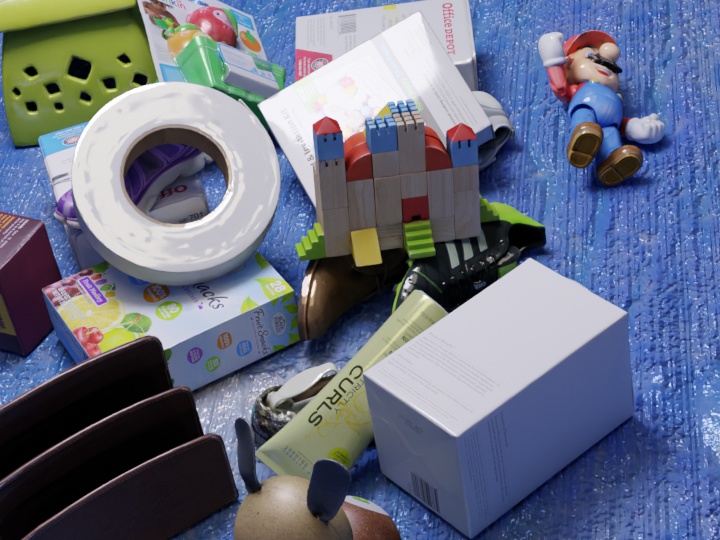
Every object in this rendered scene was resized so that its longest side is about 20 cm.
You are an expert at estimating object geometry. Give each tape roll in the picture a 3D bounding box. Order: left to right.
[{"bbox_3d":[-0.175,-0.085,1.629,0.201,0.037,0.204,3,67,-8],"label":"tape roll"}]

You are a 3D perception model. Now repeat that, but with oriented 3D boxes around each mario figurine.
[{"bbox_3d":[0.251,-0.189,1.785,0.105,0.124,0.201,-17,41,13],"label":"mario figurine"}]

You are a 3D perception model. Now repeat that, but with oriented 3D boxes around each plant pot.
[{"bbox_3d":[-0.328,-0.283,1.992,0.198,0.182,0.200,-11,38,2],"label":"plant pot"}]

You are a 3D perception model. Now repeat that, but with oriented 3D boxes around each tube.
[{"bbox_3d":[0.003,0.108,1.461,0.200,0.052,0.058,-49,48,-7],"label":"tube"}]

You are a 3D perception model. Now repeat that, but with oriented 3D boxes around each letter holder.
[{"bbox_3d":[-0.222,0.164,1.432,0.199,0.143,0.100,-28,41,-21],"label":"letter holder"}]

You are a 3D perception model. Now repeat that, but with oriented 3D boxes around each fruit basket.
[{"bbox_3d":[-0.160,-0.244,1.895,0.094,0.184,0.201,-38,51,34],"label":"fruit basket"}]

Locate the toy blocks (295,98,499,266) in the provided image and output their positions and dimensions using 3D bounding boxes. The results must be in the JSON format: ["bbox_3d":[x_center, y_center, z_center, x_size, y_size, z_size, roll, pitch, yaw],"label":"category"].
[{"bbox_3d":[0.032,-0.093,1.592,0.198,0.138,0.100,-8,29,-7],"label":"toy blocks"}]

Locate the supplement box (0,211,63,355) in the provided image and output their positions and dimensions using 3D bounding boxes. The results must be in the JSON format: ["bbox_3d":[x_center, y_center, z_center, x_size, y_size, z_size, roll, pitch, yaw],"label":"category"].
[{"bbox_3d":[-0.402,0.000,1.709,0.199,0.111,0.086,12,44,27],"label":"supplement box"}]

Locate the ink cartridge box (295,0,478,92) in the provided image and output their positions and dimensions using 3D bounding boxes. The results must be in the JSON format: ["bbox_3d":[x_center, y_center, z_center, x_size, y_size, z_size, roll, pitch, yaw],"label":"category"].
[{"bbox_3d":[0.031,-0.226,1.910,0.198,0.084,0.146,-7,38,5],"label":"ink cartridge box"}]

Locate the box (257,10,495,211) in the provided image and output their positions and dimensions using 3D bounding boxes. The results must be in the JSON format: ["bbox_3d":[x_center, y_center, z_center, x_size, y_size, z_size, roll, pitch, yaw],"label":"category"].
[{"bbox_3d":[0.015,-0.155,1.768,0.199,0.041,0.157,-30,69,0],"label":"box"}]

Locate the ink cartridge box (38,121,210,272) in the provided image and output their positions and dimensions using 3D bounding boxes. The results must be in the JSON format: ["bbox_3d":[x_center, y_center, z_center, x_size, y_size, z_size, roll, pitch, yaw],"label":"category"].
[{"bbox_3d":[-0.244,-0.080,1.791,0.145,0.086,0.200,-17,40,-9],"label":"ink cartridge box"}]

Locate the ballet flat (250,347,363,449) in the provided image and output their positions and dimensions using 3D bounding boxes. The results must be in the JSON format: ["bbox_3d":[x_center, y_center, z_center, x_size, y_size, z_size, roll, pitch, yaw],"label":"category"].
[{"bbox_3d":[-0.004,0.106,1.512,0.199,0.072,0.072,-18,38,-9],"label":"ballet flat"}]

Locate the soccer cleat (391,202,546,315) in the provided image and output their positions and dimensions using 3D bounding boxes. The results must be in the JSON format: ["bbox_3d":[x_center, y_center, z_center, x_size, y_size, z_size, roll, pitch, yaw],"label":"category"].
[{"bbox_3d":[0.103,-0.001,1.625,0.081,0.068,0.200,20,44,32],"label":"soccer cleat"}]

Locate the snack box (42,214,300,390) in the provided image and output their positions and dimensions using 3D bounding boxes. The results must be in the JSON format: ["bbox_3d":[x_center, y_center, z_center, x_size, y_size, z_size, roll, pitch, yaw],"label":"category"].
[{"bbox_3d":[-0.181,0.041,1.639,0.199,0.068,0.169,-24,40,-20],"label":"snack box"}]

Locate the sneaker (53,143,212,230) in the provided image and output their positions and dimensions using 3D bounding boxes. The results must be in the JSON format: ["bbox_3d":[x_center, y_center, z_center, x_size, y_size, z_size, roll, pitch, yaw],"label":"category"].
[{"bbox_3d":[-0.229,-0.112,1.693,0.080,0.084,0.200,22,50,34],"label":"sneaker"}]

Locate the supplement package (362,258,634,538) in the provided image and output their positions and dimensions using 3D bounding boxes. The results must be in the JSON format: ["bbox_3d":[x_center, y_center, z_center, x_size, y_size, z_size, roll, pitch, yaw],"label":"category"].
[{"bbox_3d":[0.120,0.104,1.441,0.199,0.120,0.121,-32,42,-26],"label":"supplement package"}]

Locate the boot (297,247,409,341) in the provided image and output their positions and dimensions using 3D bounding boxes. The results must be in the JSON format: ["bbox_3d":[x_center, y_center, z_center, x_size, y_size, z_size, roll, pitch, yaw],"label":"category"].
[{"bbox_3d":[0.000,0.000,1.648,0.075,0.074,0.200,15,41,19],"label":"boot"}]

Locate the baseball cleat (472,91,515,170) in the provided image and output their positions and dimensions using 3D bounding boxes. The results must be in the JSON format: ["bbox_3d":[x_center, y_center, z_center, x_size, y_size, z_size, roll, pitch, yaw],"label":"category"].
[{"bbox_3d":[0.065,-0.138,1.802,0.199,0.070,0.107,-18,38,-8],"label":"baseball cleat"}]

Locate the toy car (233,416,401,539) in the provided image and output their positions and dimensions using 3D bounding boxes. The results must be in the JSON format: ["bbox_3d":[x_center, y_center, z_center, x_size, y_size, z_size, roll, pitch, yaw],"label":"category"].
[{"bbox_3d":[-0.039,0.195,1.300,0.163,0.201,0.158,17,46,31],"label":"toy car"}]
